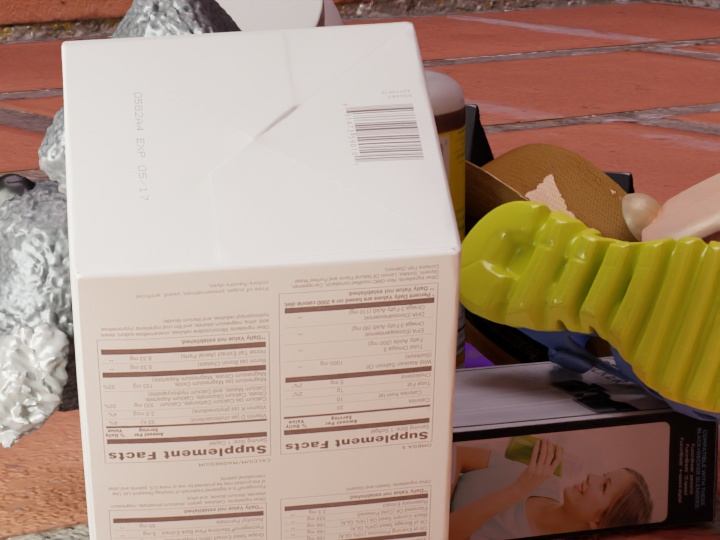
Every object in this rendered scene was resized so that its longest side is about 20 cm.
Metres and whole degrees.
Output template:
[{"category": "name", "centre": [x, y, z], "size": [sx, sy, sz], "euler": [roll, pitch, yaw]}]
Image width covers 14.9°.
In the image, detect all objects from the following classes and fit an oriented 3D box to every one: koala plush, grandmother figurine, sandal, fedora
[{"category": "koala plush", "centre": [-0.114, -0.001, 1.307], "size": [0.200, 0.184, 0.178], "euler": [-35, 14, 18]}, {"category": "grandmother figurine", "centre": [0.226, -0.044, 1.384], "size": [0.200, 0.122, 0.060], "euler": [-32, -28, 32]}, {"category": "sandal", "centre": [0.141, 0.026, 1.313], "size": [0.199, 0.080, 0.087], "euler": [25, -11, 40]}, {"category": "fedora", "centre": [0.102, -0.009, 1.495], "size": [0.082, 0.201, 0.200], "euler": [-42, 29, -20]}]

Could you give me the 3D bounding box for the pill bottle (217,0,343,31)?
[{"category": "pill bottle", "centre": [-0.063, -0.120, 1.691], "size": [0.111, 0.112, 0.200], "euler": [0, -23, -1]}]

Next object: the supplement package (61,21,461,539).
[{"category": "supplement package", "centre": [-0.043, 0.025, 1.139], "size": [0.150, 0.201, 0.152], "euler": [-4, 41, -5]}]

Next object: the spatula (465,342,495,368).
[{"category": "spatula", "centre": [0.101, 0.054, 1.615], "size": [0.199, 0.021, 0.056], "euler": [-4, 24, -36]}]

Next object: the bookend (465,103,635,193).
[{"category": "bookend", "centre": [0.078, -0.035, 1.647], "size": [0.197, 0.093, 0.200], "euler": [3, -24, 15]}]

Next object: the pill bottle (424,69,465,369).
[{"category": "pill bottle", "centre": [0.000, 0.000, 1.412], "size": [0.109, 0.201, 0.109], "euler": [0, 11, 0]}]

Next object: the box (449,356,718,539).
[{"category": "box", "centre": [0.059, 0.088, 1.326], "size": [0.199, 0.061, 0.117], "euler": [-3, 12, -21]}]
